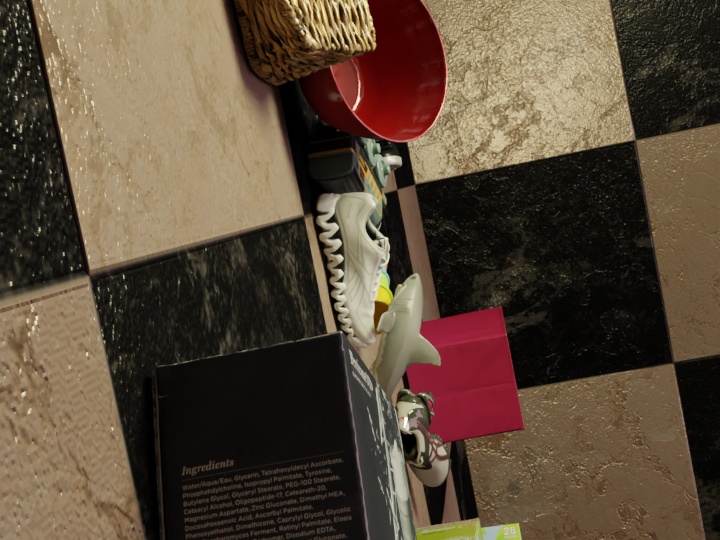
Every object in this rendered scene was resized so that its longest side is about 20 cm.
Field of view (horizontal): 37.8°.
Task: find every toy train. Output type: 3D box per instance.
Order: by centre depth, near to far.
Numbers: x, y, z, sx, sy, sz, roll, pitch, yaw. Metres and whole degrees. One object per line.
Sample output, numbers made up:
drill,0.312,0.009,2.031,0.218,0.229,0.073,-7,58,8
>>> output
toy train,-0.015,-0.123,1.357,0.200,0.085,0.115,61,27,-59

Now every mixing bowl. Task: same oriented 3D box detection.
mixing bowl,-0.003,-0.240,1.235,0.199,0.108,0.202,8,78,-44

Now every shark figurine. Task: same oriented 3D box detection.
shark figurine,0.057,0.123,1.350,0.128,0.089,0.216,-39,143,-73

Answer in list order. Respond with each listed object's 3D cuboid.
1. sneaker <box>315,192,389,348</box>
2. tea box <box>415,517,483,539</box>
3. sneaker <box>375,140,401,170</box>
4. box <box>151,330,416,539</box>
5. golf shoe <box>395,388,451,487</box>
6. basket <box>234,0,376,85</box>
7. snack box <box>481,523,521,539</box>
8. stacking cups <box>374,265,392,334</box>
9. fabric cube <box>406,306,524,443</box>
sneaker,0.000,0.000,1.293,0.075,0.080,0.202,-81,161,-73
tea box,0.083,0.398,1.148,0.197,0.133,0.202,-5,84,-83
sneaker,0.023,-0.226,1.846,0.200,0.073,0.113,-111,-174,-86
box,-0.035,0.168,0.647,0.200,0.123,0.198,61,17,-67
golf shoe,0.085,0.279,1.642,0.088,0.077,0.201,-61,142,-46
basket,-0.094,-0.298,1.070,0.142,0.148,0.202,-14,94,-49
snack box,0.156,0.467,1.463,0.068,0.167,0.201,74,8,-56
stacking cups,0.012,0.010,1.482,0.201,0.060,0.061,-95,171,-57
fabric cube,0.199,0.204,2.038,0.196,0.198,0.202,-72,150,-77
